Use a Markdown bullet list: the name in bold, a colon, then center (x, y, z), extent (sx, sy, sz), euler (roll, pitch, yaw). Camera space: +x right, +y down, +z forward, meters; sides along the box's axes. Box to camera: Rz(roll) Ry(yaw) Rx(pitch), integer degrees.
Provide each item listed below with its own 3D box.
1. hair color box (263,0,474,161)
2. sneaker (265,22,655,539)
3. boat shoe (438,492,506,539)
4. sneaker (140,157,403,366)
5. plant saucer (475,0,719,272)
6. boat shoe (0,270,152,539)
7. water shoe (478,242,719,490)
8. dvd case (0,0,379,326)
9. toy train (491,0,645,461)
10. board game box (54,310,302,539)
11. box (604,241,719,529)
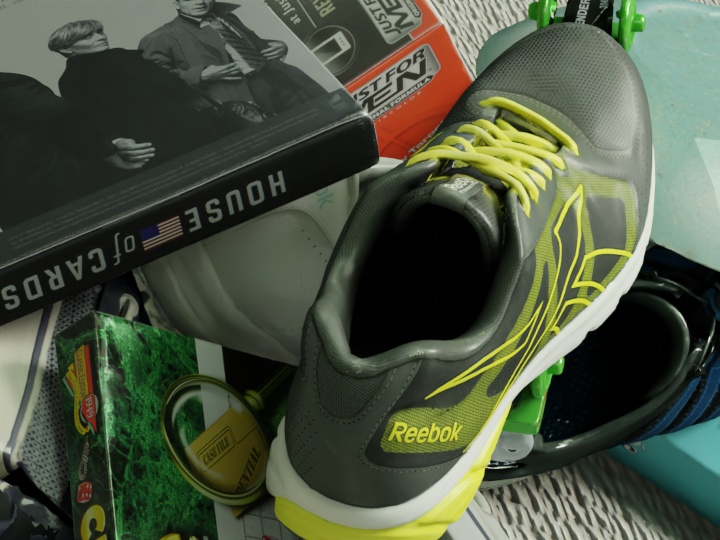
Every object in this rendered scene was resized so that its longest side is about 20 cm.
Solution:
- **hair color box**: center (0.006, -0.064, 0.938), extent (0.102, 0.061, 0.200), euler (58, 2, 26)
- **sneaker**: center (0.039, -0.009, 0.740), extent (0.074, 0.085, 0.200), euler (21, 53, 11)
- **boat shoe**: center (0.031, 0.120, 0.782), extent (0.066, 0.072, 0.200), euler (28, 21, -48)
- **sneaker**: center (0.000, 0.000, 0.857), extent (0.075, 0.088, 0.200), euler (66, 12, 16)
- **plant saucer**: center (0.142, -0.059, 0.971), extent (0.200, 0.039, 0.201), euler (16, 28, -9)
- **boat shoe**: center (-0.086, 0.033, 0.790), extent (0.093, 0.075, 0.200), euler (37, 34, -20)
- **water shoe**: center (0.113, 0.028, 0.932), extent (0.199, 0.079, 0.072), euler (-26, 91, -23)
- **dvd case**: center (-0.104, -0.061, 0.801), extent (0.150, 0.025, 0.200), euler (-24, 40, -15)
- **toy train**: center (0.060, -0.019, 0.848), extent (0.042, 0.057, 0.200), euler (8, 48, 11)
- **board game box**: center (-0.030, 0.114, 0.707), extent (0.105, 0.023, 0.201), euler (15, 55, -39)
- **box**: center (0.174, 0.069, 1.016), extent (0.200, 0.049, 0.082), euler (33, 70, -10)
